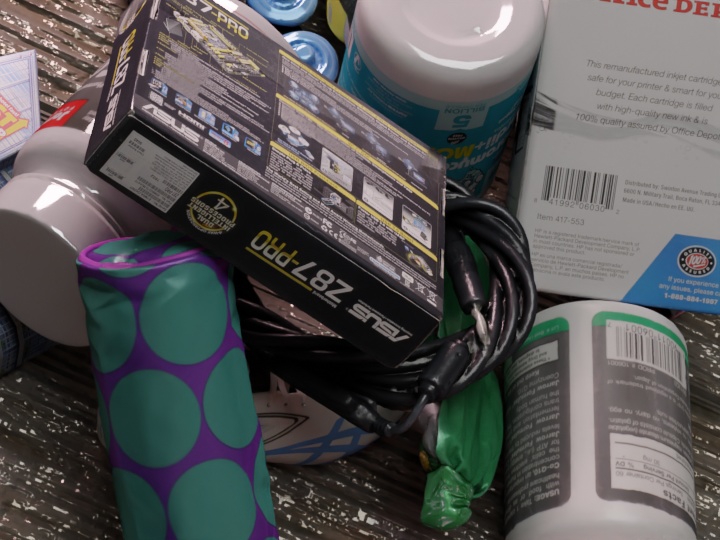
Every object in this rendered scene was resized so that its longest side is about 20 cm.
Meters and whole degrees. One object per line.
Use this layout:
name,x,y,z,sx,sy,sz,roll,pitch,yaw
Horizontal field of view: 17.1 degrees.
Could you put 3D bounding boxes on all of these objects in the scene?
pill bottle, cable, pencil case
pill bottle,-0.124,-0.058,1.354,0.114,0.114,0.200,36,54,5
cable,0.000,0.000,1.365,0.200,0.051,0.163,30,66,30
pencil case,-0.090,0.079,1.255,0.092,0.085,0.201,-27,110,-59
pill bottle,0.138,0.128,1.393,0.112,0.113,0.201,12,56,-12
pill bottle,0.040,-0.102,1.448,0.110,0.200,0.111,4,58,-7

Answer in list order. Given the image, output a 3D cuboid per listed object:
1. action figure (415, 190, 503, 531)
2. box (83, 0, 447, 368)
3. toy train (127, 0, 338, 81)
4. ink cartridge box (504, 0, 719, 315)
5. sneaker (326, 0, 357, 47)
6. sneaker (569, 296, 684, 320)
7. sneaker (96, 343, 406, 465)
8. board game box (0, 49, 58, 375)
action figure,0.052,0.066,1.398,0.054,0.118,0.201,-13,46,18
box,-0.044,-0.057,1.264,0.200,0.049,0.162,33,31,-19
toy train,-0.086,-0.155,1.517,0.114,0.087,0.201,-9,64,-14
ink cartridge box,0.168,-0.082,1.437,0.146,0.086,0.201,8,94,-4
sneaker,0.001,-0.192,1.531,0.090,0.078,0.200,41,14,2
sneaker,0.211,-0.010,1.550,0.199,0.070,0.083,-5,89,-27
sneaker,-0.054,0.072,1.387,0.199,0.073,0.072,-6,59,-25
board game box,-0.243,-0.038,1.396,0.199,0.062,0.200,-31,73,-32
